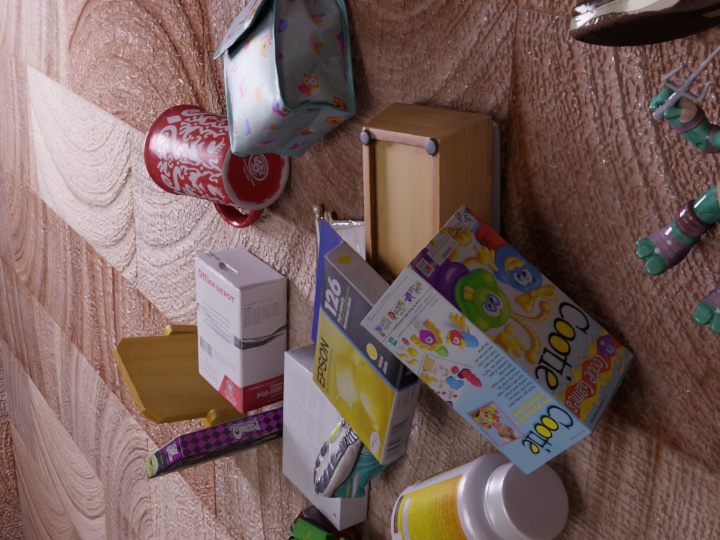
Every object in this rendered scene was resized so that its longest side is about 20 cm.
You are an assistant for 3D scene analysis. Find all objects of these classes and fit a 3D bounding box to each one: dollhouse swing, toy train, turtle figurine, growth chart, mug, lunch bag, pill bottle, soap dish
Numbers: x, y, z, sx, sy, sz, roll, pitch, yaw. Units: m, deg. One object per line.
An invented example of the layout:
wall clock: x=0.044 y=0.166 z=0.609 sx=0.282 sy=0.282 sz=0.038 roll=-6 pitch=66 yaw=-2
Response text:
dollhouse swing: x=-0.319 y=0.215 z=1.550 sx=0.200 sy=0.175 sz=0.182 roll=54 pitch=141 yaw=30
toy train: x=-0.010 y=0.380 z=1.195 sx=0.199 sy=0.042 sz=0.057 roll=20 pitch=79 yaw=28
turtle figurine: x=0.260 y=-0.053 z=0.629 sx=0.201 sy=0.100 sz=0.150 roll=95 pitch=162 yaw=-51
growth chart: x=0.000 y=0.000 z=1.126 sx=0.199 sy=0.018 sz=0.146 roll=15 pitch=114 yaw=55
mug: x=-0.183 y=-0.146 z=1.295 sx=0.199 sy=0.177 sz=0.134 roll=19 pitch=80 yaw=49
lunch bag: x=-0.093 y=-0.254 z=1.091 sx=0.170 sy=0.121 sz=0.202 roll=-22 pitch=74 yaw=60
pill bottle: x=0.120 y=0.250 z=0.941 sx=0.200 sy=0.109 sz=0.110 roll=-41 pitch=67 yaw=55
soap dish: x=0.068 y=-0.063 z=0.940 sx=0.157 sy=0.081 sz=0.202 roll=22 pitch=118 yaw=53

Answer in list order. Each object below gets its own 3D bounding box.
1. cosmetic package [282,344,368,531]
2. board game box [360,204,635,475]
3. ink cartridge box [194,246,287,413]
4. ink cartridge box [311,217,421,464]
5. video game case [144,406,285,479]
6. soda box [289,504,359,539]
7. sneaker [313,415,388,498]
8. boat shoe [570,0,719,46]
cosmetic package: x=-0.047 y=0.223 z=1.245 sx=0.151 sy=0.051 sz=0.202 roll=35 pitch=129 yaw=49
board game box: x=0.119 y=0.060 z=0.811 sx=0.200 sy=0.103 sz=0.105 roll=42 pitch=140 yaw=3
ink cartridge box: x=-0.176 y=0.084 z=1.367 sx=0.147 sy=0.082 sz=0.202 roll=32 pitch=127 yaw=48
ink cartridge box: x=-0.009 y=0.078 z=1.014 sx=0.200 sy=0.047 sz=0.199 roll=43 pitch=143 yaw=34
video game case: x=-0.197 y=0.249 z=1.350 sx=0.181 sy=0.199 sz=0.036 roll=-37 pitch=68 yaw=56
soda box: x=-0.023 y=0.419 z=1.264 sx=0.201 sy=0.063 sz=0.070 roll=61 pitch=145 yaw=23
sneaker: x=0.013 y=0.200 z=1.127 sx=0.201 sy=0.079 sz=0.078 roll=-60 pitch=28 yaw=25
boat shoe: x=0.235 y=-0.213 z=0.650 sx=0.202 sy=0.074 sz=0.076 roll=-3 pitch=85 yaw=51
